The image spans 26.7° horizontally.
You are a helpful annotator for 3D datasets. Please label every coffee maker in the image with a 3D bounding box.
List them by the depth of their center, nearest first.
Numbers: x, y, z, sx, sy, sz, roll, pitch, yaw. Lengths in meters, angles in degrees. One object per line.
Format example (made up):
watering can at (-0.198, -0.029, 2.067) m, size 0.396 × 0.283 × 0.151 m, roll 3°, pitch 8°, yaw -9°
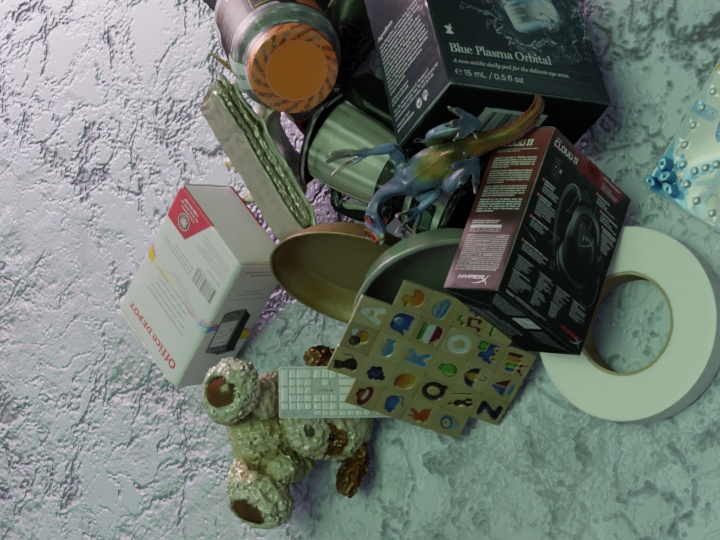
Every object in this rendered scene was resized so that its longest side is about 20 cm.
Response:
coffee maker at (0.064, -0.129, 1.658) m, size 0.200 × 0.135 × 0.192 m, roll 30°, pitch 66°, yaw 20°

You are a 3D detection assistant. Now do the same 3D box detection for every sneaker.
sneaker at (-0.017, -0.236, 1.762) m, size 0.200 × 0.075 × 0.116 m, roll -60°, pitch 28°, yaw 22°

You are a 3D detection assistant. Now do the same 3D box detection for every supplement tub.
supplement tub at (-0.091, -0.255, 1.684) m, size 0.123 × 0.122 × 0.200 m, roll -53°, pitch 26°, yaw 15°

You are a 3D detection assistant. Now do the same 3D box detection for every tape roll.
tape roll at (0.276, 0.056, 1.550) m, size 0.202 × 0.037 × 0.204 m, roll -8°, pitch 76°, yaw 34°

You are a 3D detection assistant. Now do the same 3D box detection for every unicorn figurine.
unicorn figurine at (-0.118, -0.155, 1.817) m, size 0.200 × 0.074 × 0.137 m, roll 50°, pitch 137°, yaw 13°

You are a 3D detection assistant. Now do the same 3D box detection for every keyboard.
keyboard at (0.010, 0.133, 1.662) m, size 0.199 × 0.011 × 0.057 m, roll 0°, pitch 84°, yaw -6°

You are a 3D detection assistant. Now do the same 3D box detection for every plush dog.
plush dog at (-0.067, 0.176, 1.723) m, size 0.171 × 0.160 × 0.201 m, roll -11°, pitch 97°, yaw 16°

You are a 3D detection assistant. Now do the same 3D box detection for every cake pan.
cake pan at (0.088, 0.032, 1.601) m, size 0.200 × 0.200 × 0.037 m, roll -37°, pitch 37°, yaw 23°

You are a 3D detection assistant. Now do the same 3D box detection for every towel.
towel at (-0.116, -0.124, 1.719) m, size 0.034 × 0.133 × 0.200 m, roll -31°, pitch 93°, yaw -13°

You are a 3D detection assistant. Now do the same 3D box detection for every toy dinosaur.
toy dinosaur at (0.072, -0.087, 1.517) m, size 0.181 × 0.199 × 0.105 m, roll 142°, pitch 114°, yaw -67°

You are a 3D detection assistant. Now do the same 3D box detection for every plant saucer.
plant saucer at (0.000, 0.000, 1.667) m, size 0.200 × 0.200 × 0.036 m, roll -5°, pitch 55°, yaw 34°

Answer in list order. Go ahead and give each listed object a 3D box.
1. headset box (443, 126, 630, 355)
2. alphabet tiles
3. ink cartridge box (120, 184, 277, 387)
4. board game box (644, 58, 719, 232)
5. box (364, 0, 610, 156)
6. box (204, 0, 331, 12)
headset box at (0.182, -0.037, 1.514) m, size 0.077 × 0.149 × 0.201 m, roll 1°, pitch 65°, yaw 45°
alphabet tiles at (0.075, 0.096, 1.596) m, size 0.006 × 0.199 × 0.167 m, roll -89°, pitch 21°, yaw -58°
ink cartridge box at (-0.190, 0.017, 1.819) m, size 0.148 × 0.085 × 0.200 m, roll 51°, pitch 127°, yaw 30°
board game box at (0.407, -0.125, 1.502) m, size 0.200 × 0.026 × 0.200 m, roll 36°, pitch 101°, yaw 34°
box at (0.128, -0.230, 1.576) m, size 0.117 × 0.196 × 0.201 m, roll -50°, pitch 45°, yaw 49°
box at (-0.120, -0.374, 1.858) m, size 0.149 × 0.107 × 0.200 m, roll -52°, pitch 57°, yaw 15°
